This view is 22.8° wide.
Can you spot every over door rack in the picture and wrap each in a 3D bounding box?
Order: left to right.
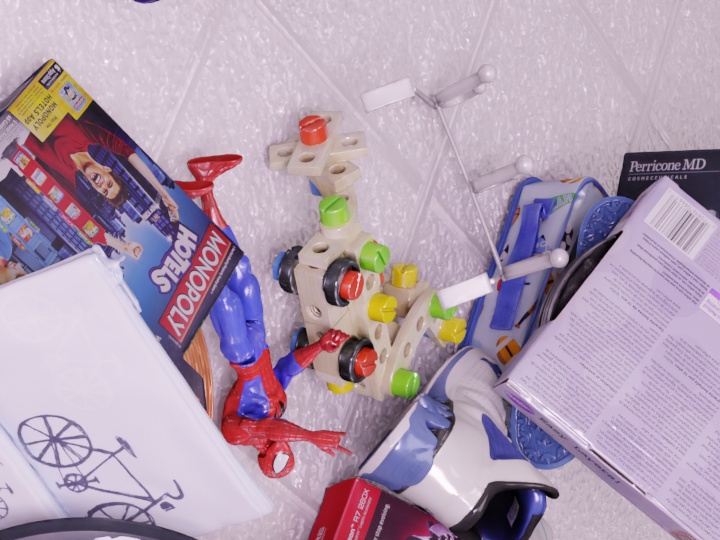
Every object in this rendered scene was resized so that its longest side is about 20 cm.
[{"bbox_3d":[0.080,-0.059,1.189,0.148,0.067,0.200,68,18,2],"label":"over door rack"}]

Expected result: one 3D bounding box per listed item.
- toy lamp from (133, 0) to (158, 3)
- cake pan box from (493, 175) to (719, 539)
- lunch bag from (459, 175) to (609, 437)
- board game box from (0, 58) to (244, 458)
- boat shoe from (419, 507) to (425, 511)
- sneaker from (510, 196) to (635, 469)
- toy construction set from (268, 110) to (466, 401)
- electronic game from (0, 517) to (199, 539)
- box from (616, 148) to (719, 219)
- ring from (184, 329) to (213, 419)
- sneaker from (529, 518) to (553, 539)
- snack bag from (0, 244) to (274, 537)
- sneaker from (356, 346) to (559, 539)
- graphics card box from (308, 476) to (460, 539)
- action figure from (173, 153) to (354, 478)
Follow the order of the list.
[{"bbox_3d":[-0.063,-0.192,1.073,0.200,0.058,0.058,-12,101,-52],"label":"toy lamp"},{"bbox_3d":[0.214,0.064,1.187,0.200,0.052,0.184,38,74,-1],"label":"cake pan box"},{"bbox_3d":[0.149,0.029,1.354,0.160,0.075,0.200,43,58,-43],"label":"lunch bag"},{"bbox_3d":[-0.143,0.025,0.901,0.200,0.062,0.200,47,36,-16],"label":"board game box"},{"bbox_3d":[0.065,0.251,1.242,0.074,0.076,0.200,44,57,-49],"label":"boat shoe"},{"bbox_3d":[0.162,0.047,1.265,0.078,0.070,0.200,29,82,-76],"label":"sneaker"},{"bbox_3d":[0.000,0.000,1.130,0.131,0.092,0.200,-49,128,-39],"label":"toy construction set"},{"bbox_3d":[-0.133,0.197,0.883,0.042,0.200,0.200,-96,161,-53],"label":"electronic game"},{"bbox_3d":[0.266,0.019,1.322,0.107,0.148,0.200,28,69,-46],"label":"box"},{"bbox_3d":[-0.152,0.080,0.986,0.200,0.019,0.201,0,90,-53],"label":"ring"},{"bbox_3d":[0.129,0.277,1.335,0.080,0.070,0.201,-11,99,-56],"label":"sneaker"},{"bbox_3d":[-0.161,0.089,0.840,0.021,0.200,0.189,-90,156,-52],"label":"snack bag"},{"bbox_3d":[0.072,0.129,1.171,0.115,0.081,0.199,43,18,3],"label":"sneaker"},{"bbox_3d":[0.051,0.233,1.158,0.200,0.051,0.126,29,62,-14],"label":"graphics card box"},{"bbox_3d":[-0.047,0.035,1.041,0.065,0.099,0.200,-49,134,-56],"label":"action figure"}]
